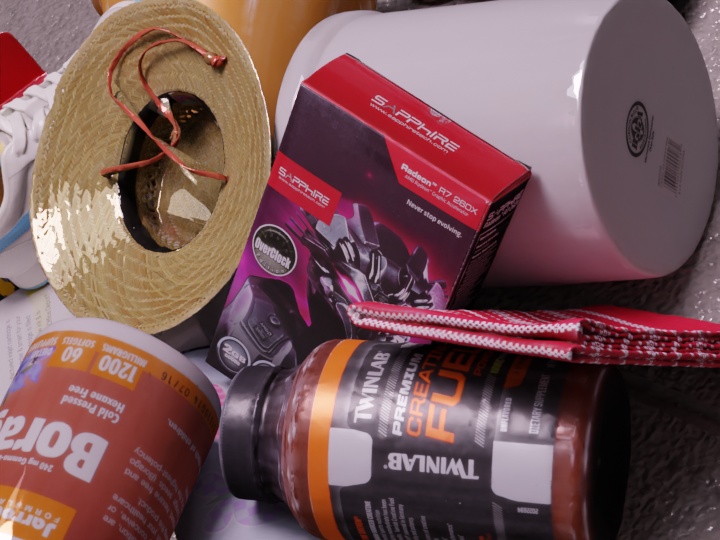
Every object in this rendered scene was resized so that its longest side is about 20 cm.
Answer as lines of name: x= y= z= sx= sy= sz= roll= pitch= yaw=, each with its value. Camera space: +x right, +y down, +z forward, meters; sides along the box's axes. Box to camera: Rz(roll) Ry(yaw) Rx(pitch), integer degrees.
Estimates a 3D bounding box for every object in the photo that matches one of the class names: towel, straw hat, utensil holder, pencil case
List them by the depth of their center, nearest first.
towel: x=0.110 y=0.030 z=1.079 sx=0.144 sy=0.200 sz=0.023 roll=7 pitch=92 yaw=42
pencil case: x=-0.064 y=0.128 z=1.197 sx=0.090 sy=0.083 sz=0.200 roll=-12 pitch=37 yaw=-8
utensil holder: x=0.078 y=-0.071 z=1.211 sx=0.200 sy=0.170 sz=0.170 roll=-3 pitch=50 yaw=37
straw hat: x=-0.100 y=-0.056 z=1.277 sx=0.201 sy=0.085 sz=0.202 roll=-7 pitch=78 yaw=35

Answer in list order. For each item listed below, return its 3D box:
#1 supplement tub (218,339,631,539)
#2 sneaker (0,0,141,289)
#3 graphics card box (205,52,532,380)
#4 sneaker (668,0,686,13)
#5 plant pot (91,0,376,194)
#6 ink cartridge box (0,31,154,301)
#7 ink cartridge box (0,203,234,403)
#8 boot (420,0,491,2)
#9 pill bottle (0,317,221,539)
supplement tub: x=0.031 y=0.090 z=1.091 sx=0.199 sy=0.107 sz=0.107 roll=3 pitch=51 yaw=18
sneaker: x=-0.188 y=-0.083 z=1.336 sx=0.076 sy=0.081 sz=0.200 roll=39 pitch=100 yaw=44
graphics card box: x=0.000 y=0.000 z=1.160 sx=0.125 sy=0.200 sz=0.051 roll=33 pitch=37 yaw=16
sneaker: x=0.162 y=-0.212 z=1.372 sx=0.112 sy=0.073 sz=0.200 roll=-17 pitch=50 yaw=22
plant pot: x=-0.089 y=-0.148 z=1.429 sx=0.200 sy=0.200 sz=0.184 roll=-13 pitch=60 yaw=31
ink cartridge box: x=-0.257 y=-0.031 z=1.445 sx=0.200 sy=0.176 sz=0.084 roll=-37 pitch=37 yaw=4
ink cartridge box: x=-0.169 y=0.065 z=1.347 sx=0.200 sy=0.083 sz=0.145 roll=-31 pitch=38 yaw=11
boot: x=0.041 y=-0.245 z=1.436 sx=0.070 sy=0.146 sz=0.200 roll=-45 pitch=37 yaw=-5
pill bottle: x=-0.156 y=0.133 z=1.105 sx=0.112 sy=0.112 sz=0.200 roll=-5 pitch=49 yaw=37
